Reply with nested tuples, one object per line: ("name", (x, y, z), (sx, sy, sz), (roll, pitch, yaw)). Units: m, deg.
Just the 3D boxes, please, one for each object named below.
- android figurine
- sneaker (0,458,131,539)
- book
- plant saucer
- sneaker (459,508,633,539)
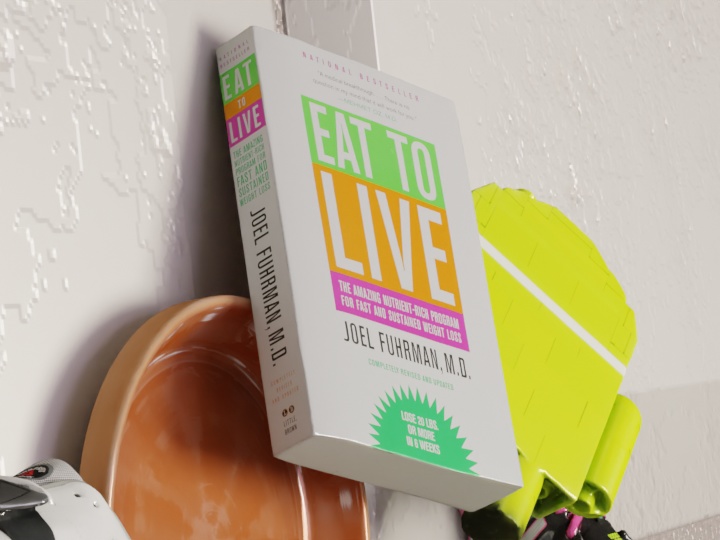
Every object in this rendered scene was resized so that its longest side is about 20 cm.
("android figurine", (0.072, 0.038, 1.070), (0.182, 0.041, 0.200), (40, 46, -16))
("sneaker", (-0.130, 0.101, 0.726), (0.200, 0.074, 0.089), (35, 48, -51))
("book", (0.000, 0.000, 0.957), (0.133, 0.048, 0.200), (20, 51, -45))
("plant saucer", (-0.057, 0.112, 0.894), (0.200, 0.032, 0.201), (24, 62, -56))
("sneaker", (0.104, 0.135, 1.120), (0.074, 0.087, 0.201), (-4, 86, -61))
